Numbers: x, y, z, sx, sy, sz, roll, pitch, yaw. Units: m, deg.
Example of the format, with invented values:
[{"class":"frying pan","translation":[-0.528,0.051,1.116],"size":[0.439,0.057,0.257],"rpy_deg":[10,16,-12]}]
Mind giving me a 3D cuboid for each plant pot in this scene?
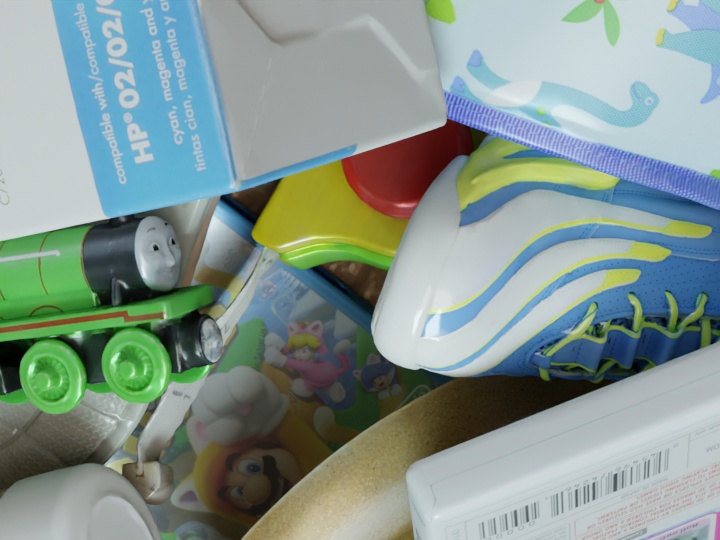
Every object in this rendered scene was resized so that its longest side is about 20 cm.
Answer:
[{"class":"plant pot","translation":[0.022,0.111,0.859],"size":[0.200,0.027,0.200],"rpy_deg":[-29,147,-21]}]

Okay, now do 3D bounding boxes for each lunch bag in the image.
[{"class":"lunch bag","translation":[0.090,-0.115,0.742],"size":[0.200,0.127,0.170],"rpy_deg":[13,106,-22]}]

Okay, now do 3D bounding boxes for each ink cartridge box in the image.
[{"class":"ink cartridge box","translation":[-0.093,-0.045,0.698],"size":[0.200,0.115,0.068],"rpy_deg":[-11,96,30]}]

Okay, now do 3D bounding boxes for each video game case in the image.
[{"class":"video game case","translation":[-0.085,0.033,0.875],"size":[0.200,0.018,0.143],"rpy_deg":[38,102,-21]},{"class":"video game case","translation":[0.114,0.072,0.812],"size":[0.200,0.024,0.182],"rpy_deg":[-21,150,-7]}]

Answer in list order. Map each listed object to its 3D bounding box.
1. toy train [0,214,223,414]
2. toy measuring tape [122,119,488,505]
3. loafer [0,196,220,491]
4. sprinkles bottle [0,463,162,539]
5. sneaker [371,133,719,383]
[{"class":"toy train","translation":[-0.132,0.019,0.791],"size":[0.200,0.042,0.056],"rpy_deg":[-8,96,26]},{"class":"toy measuring tape","translation":[0.000,0.000,0.834],"size":[0.074,0.074,0.200],"rpy_deg":[31,88,-20]},{"class":"loafer","translation":[-0.078,-0.005,0.817],"size":[0.072,0.063,0.200],"rpy_deg":[32,122,6]},{"class":"sprinkles bottle","translation":[-0.160,0.116,0.831],"size":[0.200,0.068,0.068],"rpy_deg":[-16,116,23]},{"class":"sneaker","translation":[0.088,0.003,0.792],"size":[0.105,0.200,0.076],"rpy_deg":[26,114,23]}]
